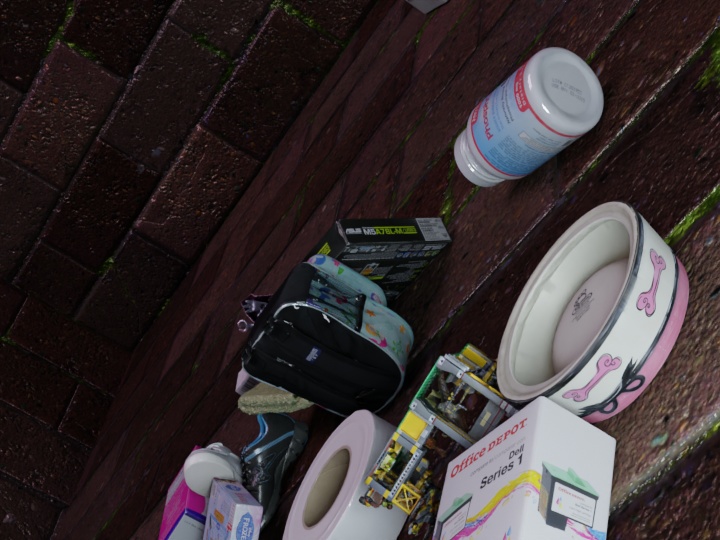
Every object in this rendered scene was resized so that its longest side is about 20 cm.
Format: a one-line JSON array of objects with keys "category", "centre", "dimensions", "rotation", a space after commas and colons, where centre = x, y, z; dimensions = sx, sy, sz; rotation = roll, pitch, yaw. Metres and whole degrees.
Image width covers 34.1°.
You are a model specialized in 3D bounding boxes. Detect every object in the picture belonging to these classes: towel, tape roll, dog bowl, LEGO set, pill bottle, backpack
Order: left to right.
[{"category": "towel", "centre": [-0.086, 0.166, 1.720], "dimensions": [0.148, 0.037, 0.199], "rotation": [-31, 10, -34]}, {"category": "backpack", "centre": [-0.034, 0.092, 1.516], "dimensions": [0.178, 0.198, 0.151], "rotation": [-52, 11, 42]}, {"category": "tape roll", "centre": [-0.012, 0.266, 1.351], "dimensions": [0.203, 0.070, 0.203], "rotation": [-54, 16, 23]}, {"category": "LEGO set", "centre": [0.099, 0.174, 1.142], "dimensions": [0.201, 0.115, 0.154], "rotation": [-56, -15, -1]}, {"category": "pill bottle", "centre": [0.198, -0.179, 1.433], "dimensions": [0.200, 0.108, 0.110], "rotation": [-38, 26, 56]}, {"category": "dog bowl", "centre": [0.206, 0.043, 1.031], "dimensions": [0.201, 0.073, 0.201], "rotation": [-55, 14, 21]}]

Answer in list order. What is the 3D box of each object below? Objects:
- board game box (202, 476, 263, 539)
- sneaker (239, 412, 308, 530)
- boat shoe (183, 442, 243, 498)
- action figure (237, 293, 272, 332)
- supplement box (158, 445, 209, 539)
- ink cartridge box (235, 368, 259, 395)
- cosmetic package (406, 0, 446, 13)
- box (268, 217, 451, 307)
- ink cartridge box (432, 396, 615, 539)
[{"category": "board game box", "centre": [-0.186, 0.402, 1.612], "dimensions": [0.200, 0.041, 0.203], "rotation": [-176, 95, -74]}, {"category": "sneaker", "centre": [-0.152, 0.303, 1.738], "dimensions": [0.073, 0.081, 0.202], "rotation": [-28, 35, 61]}, {"category": "boat shoe", "centre": [-0.210, 0.298, 1.768], "dimensions": [0.071, 0.200, 0.069], "rotation": [-26, 58, 13]}, {"category": "action figure", "centre": [-0.137, 0.101, 2.036], "dimensions": [0.147, 0.135, 0.201], "rotation": [-26, -26, -3]}, {"category": "supplement box", "centre": [-0.253, 0.387, 1.880], "dimensions": [0.104, 0.100, 0.200], "rotation": [-55, 14, 18]}, {"category": "ink cartridge box", "centre": [-0.173, 0.132, 2.233], "dimensions": [0.163, 0.057, 0.201], "rotation": [-55, 19, 20]}, {"category": "cosmetic package", "centre": [0.145, -0.699, 2.548], "dimensions": [0.202, 0.166, 0.166], "rotation": [-61, 13, -5]}, {"category": "box", "centre": [0.000, 0.000, 1.629], "dimensions": [0.193, 0.198, 0.048], "rotation": [-45, 60, 41]}, {"category": "ink cartridge box", "centre": [0.122, 0.224, 0.936], "dimensions": [0.145, 0.083, 0.202], "rotation": [-45, 19, 45]}]
